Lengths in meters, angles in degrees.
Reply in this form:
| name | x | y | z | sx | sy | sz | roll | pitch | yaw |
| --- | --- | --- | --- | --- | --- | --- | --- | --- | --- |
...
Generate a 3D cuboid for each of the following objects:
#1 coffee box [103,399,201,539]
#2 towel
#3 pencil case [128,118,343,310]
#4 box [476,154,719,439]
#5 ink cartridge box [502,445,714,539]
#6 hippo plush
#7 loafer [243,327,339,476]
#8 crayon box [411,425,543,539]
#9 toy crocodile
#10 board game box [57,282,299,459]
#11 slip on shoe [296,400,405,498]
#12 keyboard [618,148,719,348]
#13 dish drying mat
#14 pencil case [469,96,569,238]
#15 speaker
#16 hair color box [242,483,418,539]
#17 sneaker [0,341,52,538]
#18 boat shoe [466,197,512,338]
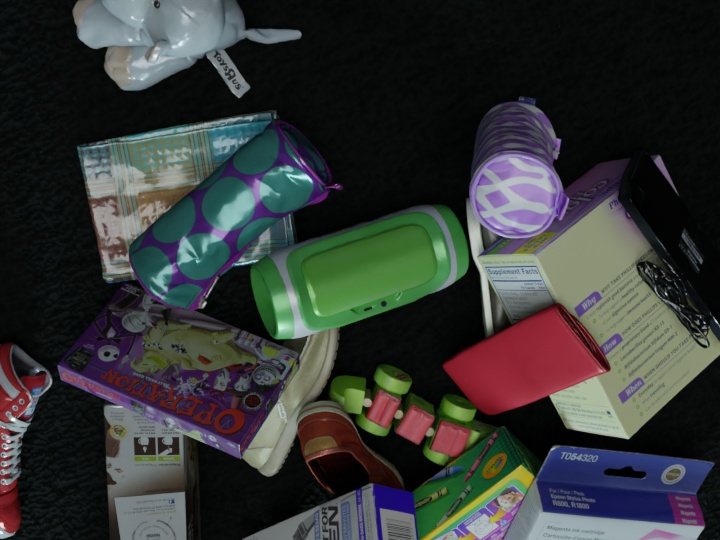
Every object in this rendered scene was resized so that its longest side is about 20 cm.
| name | x | y | z | sx | sy | sz | roll | pitch | yaw |
| --- | --- | --- | --- | --- | --- | --- | --- | --- | --- |
| coffee box | -0.206 | 0.209 | 1.243 | 0.079 | 0.113 | 0.202 | 0 | 104 | -1 |
| towel | -0.167 | -0.069 | 1.217 | 0.198 | 0.022 | 0.148 | -9 | 104 | 1 |
| pencil case | -0.120 | -0.049 | 1.169 | 0.200 | 0.085 | 0.093 | -41 | 85 | 10 |
| box | 0.238 | 0.024 | 1.176 | 0.175 | 0.096 | 0.201 | -36 | 106 | -24 |
| ink cartridge box | 0.243 | 0.272 | 1.255 | 0.195 | 0.043 | 0.201 | 8 | 123 | -21 |
| hippo plush | -0.177 | -0.220 | 1.104 | 0.159 | 0.161 | 0.200 | -44 | 102 | 9 |
| loafer | -0.078 | 0.112 | 1.240 | 0.068 | 0.076 | 0.201 | 20 | 104 | -13 |
| crayon box | 0.105 | 0.260 | 1.266 | 0.200 | 0.058 | 0.119 | -38 | 131 | 9 |
| toy crocodile | 0.059 | 0.153 | 1.261 | 0.199 | 0.062 | 0.068 | 24 | 103 | -8 |
| board game box | -0.171 | 0.091 | 1.180 | 0.199 | 0.120 | 0.032 | 20 | 145 | 16 |
| slip on shoe | -0.008 | 0.209 | 1.245 | 0.074 | 0.062 | 0.200 | -18 | 135 | 13 |
| keyboard | 0.286 | -0.007 | 1.137 | 0.039 | 0.104 | 0.200 | -23 | 114 | 42 |
| dish drying mat | 0.151 | 0.086 | 1.157 | 0.018 | 0.200 | 0.077 | -40 | 92 | -33 |
| pencil case | 0.143 | -0.094 | 1.131 | 0.085 | 0.200 | 0.084 | 20 | 114 | 0 |
| speaker | 0.000 | 0.000 | 1.181 | 0.199 | 0.088 | 0.089 | -18 | 106 | -17 |
| hair color box | -0.031 | 0.294 | 1.225 | 0.065 | 0.110 | 0.199 | 19 | 142 | -38 |
| sneaker | -0.353 | 0.168 | 1.250 | 0.112 | 0.071 | 0.202 | -16 | 103 | 6 |
| boat shoe | 0.147 | 0.024 | 1.224 | 0.060 | 0.072 | 0.203 | -9 | 101 | 6 |
